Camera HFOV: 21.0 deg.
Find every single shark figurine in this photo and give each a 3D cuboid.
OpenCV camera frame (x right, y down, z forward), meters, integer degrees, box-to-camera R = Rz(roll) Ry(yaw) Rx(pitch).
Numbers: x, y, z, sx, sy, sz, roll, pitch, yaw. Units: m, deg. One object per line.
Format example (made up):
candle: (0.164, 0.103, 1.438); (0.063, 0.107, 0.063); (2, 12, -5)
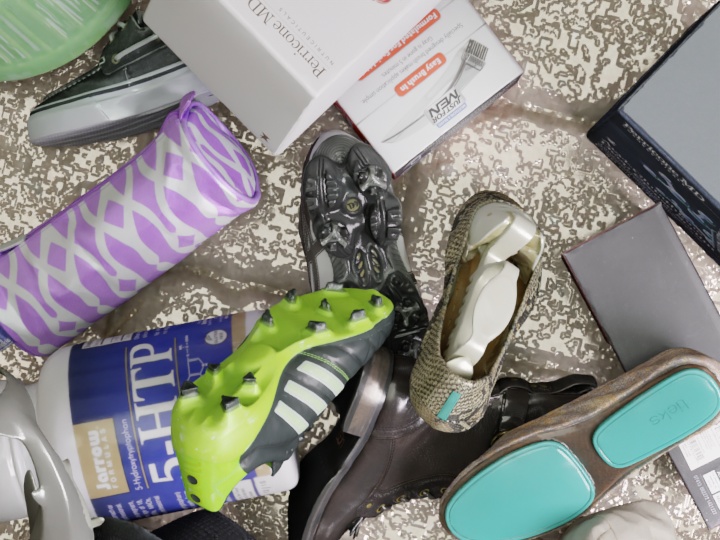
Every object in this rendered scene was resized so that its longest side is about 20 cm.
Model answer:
shark figurine: (-0.199, 0.164, 1.150); (0.128, 0.215, 0.089); (33, 52, 22)

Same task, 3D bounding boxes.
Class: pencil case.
pencil case: (-0.160, -0.027, 1.259); (0.200, 0.084, 0.086); (-35, 104, 14)

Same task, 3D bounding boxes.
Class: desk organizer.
desk organizer: (0.207, 0.061, 1.271); (0.072, 0.077, 0.200); (-28, 89, 2)

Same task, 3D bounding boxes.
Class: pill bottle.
pill bottle: (-0.147, 0.101, 1.258); (0.199, 0.120, 0.120); (-12, 89, 1)

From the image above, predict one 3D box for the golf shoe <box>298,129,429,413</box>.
golf shoe: (0.000, 0.000, 1.283); (0.077, 0.095, 0.201); (-7, 114, -7)

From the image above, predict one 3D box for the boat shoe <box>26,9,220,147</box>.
boat shoe: (-0.133, -0.136, 1.273); (0.199, 0.072, 0.071); (-18, 84, 17)

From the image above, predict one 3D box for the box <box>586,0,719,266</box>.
box: (0.237, -0.078, 1.211); (0.148, 0.200, 0.107); (44, 90, 2)

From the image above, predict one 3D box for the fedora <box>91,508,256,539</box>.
fedora: (-0.103, 0.223, 1.247); (0.092, 0.201, 0.201); (-36, 88, -35)

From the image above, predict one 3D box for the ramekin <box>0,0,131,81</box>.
ramekin: (-0.240, -0.231, 1.246); (0.199, 0.098, 0.201); (-3, 77, 15)

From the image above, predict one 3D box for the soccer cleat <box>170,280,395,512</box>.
soccer cleat: (-0.047, 0.071, 1.172); (0.067, 0.200, 0.081); (19, 124, 28)

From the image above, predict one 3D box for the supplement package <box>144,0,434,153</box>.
supplement package: (-0.013, -0.190, 1.167); (0.121, 0.120, 0.200); (45, 71, -1)

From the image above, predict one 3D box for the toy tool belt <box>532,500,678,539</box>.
toy tool belt: (0.155, 0.251, 1.224); (0.125, 0.123, 0.201); (-5, 77, -37)

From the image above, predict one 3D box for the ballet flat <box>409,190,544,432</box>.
ballet flat: (0.083, 0.010, 1.226); (0.068, 0.075, 0.200); (24, 51, -5)

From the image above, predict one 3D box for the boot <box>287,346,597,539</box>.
boot: (0.053, 0.141, 1.275); (0.174, 0.069, 0.201); (16, 115, -15)

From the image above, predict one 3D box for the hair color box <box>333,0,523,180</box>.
hair color box: (0.003, -0.172, 1.286); (0.111, 0.064, 0.200); (-38, 87, -1)

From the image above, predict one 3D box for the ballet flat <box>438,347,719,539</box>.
ballet flat: (0.140, 0.109, 1.213); (0.200, 0.067, 0.068); (-27, 105, 11)
